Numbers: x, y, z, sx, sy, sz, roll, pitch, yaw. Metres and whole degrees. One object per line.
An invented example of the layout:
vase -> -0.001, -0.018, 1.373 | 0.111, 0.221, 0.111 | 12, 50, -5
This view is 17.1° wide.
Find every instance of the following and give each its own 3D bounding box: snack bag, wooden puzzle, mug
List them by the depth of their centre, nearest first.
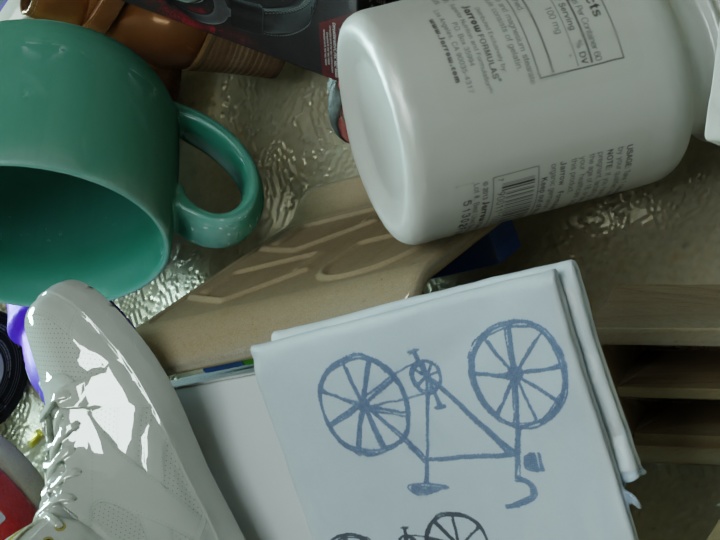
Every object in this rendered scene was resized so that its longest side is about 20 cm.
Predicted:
snack bag -> 0.050, 0.107, 1.092 | 0.188, 0.021, 0.200 | -16, 94, 38
wooden puzzle -> 0.000, 0.000, 1.234 | 0.185, 0.200, 0.046 | -13, 108, 35
mug -> -0.162, -0.060, 1.307 | 0.152, 0.185, 0.115 | -32, 46, 43

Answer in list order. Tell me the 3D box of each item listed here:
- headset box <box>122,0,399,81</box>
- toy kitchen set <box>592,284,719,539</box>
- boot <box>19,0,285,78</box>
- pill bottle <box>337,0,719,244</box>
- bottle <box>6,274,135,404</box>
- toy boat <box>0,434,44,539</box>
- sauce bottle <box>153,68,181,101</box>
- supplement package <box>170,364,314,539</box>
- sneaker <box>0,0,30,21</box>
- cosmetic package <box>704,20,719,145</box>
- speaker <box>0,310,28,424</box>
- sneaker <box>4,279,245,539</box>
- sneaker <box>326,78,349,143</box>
headset box -> -0.053, -0.189, 1.191 | 0.200, 0.149, 0.077 | 23, 53, 19
toy kitchen set -> 0.175, 0.128, 1.082 | 0.180, 0.200, 0.163 | 0, 123, 37
boot -> -0.104, -0.213, 1.336 | 0.074, 0.155, 0.200 | 155, 124, -65
pill bottle -> 0.099, -0.090, 1.143 | 0.200, 0.114, 0.114 | -15, 66, -13
bottle -> -0.149, 0.062, 1.359 | 0.065, 0.084, 0.200 | -33, 72, 5
toy boat -> -0.274, 0.170, 1.399 | 0.200, 0.131, 0.131 | -28, 22, 31
sauce bottle -> -0.149, -0.093, 1.418 | 0.066, 0.066, 0.200 | 46, 107, 33
supplement package -> 0.000, 0.116, 1.215 | 0.200, 0.111, 0.156 | -11, 90, 36
sneaker -> -0.248, -0.151, 1.489 | 0.146, 0.081, 0.200 | 43, 113, 30
cosmetic package -> 0.245, -0.071, 1.032 | 0.113, 0.200, 0.081 | 7, 87, 35
speaker -> -0.303, 0.044, 1.494 | 0.200, 0.081, 0.081 | 13, 90, 39
sneaker -> -0.140, 0.104, 1.166 | 0.200, 0.115, 0.074 | 59, 148, 15
sneaker -> 0.065, -0.113, 1.254 | 0.200, 0.071, 0.098 | -36, 60, 25
